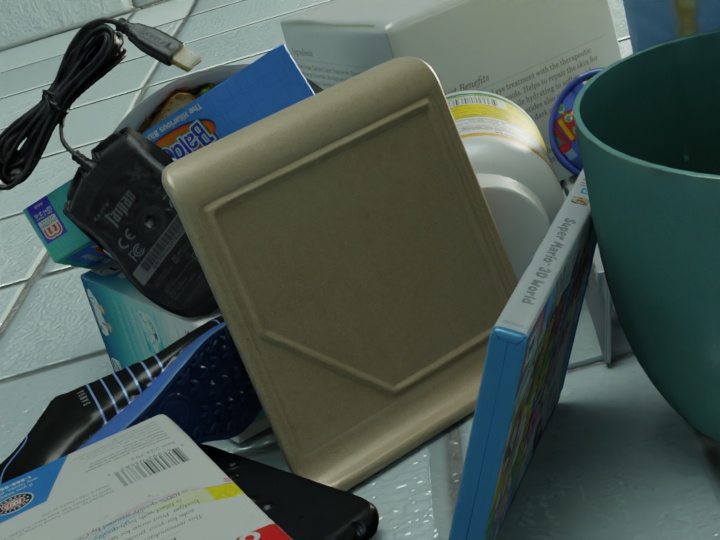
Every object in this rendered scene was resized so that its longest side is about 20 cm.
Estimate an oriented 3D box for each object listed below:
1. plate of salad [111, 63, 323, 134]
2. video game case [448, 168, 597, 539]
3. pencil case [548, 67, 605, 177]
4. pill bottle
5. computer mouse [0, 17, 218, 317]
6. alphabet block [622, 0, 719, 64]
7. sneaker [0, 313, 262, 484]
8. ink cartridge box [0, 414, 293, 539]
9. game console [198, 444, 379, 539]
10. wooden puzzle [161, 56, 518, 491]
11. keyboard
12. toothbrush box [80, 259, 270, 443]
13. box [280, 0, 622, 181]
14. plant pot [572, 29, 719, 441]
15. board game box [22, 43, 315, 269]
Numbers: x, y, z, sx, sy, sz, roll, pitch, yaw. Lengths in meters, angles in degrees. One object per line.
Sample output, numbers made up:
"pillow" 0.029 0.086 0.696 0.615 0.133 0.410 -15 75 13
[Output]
"plate of salad" -0.101 -0.070 1.237 0.200 0.200 0.048 -19 47 -6
"video game case" 0.083 0.048 0.787 0.018 0.144 0.200 15 28 13
"pencil case" 0.188 -0.108 1.147 0.087 0.078 0.200 -54 -8 16
"pill bottle" 0.080 -0.046 1.091 0.112 0.113 0.200 -16 18 6
"computer mouse" -0.125 -0.067 1.001 0.200 0.141 0.046 34 2 24
"alphabet block" 0.243 -0.184 0.906 0.196 0.196 0.200 -8 35 12
"sneaker" -0.125 0.078 0.898 0.078 0.070 0.200 8 32 35
"ink cartridge box" -0.096 0.146 0.721 0.116 0.067 0.200 -23 25 -19
"game console" -0.114 0.155 0.825 0.200 0.031 0.177 -32 23 -35
"wooden puzzle" 0.000 0.000 0.912 0.185 0.200 0.037 -29 7 -30
"keyboard" 0.142 -0.006 1.008 0.011 0.056 0.200 -7 19 4
"toothbrush box" -0.075 0.025 1.071 0.146 0.086 0.200 -27 20 -26
"box" 0.078 -0.152 1.300 0.199 0.172 0.200 -25 20 -22
"plant pot" 0.207 -0.010 0.772 0.200 0.161 0.201 -7 25 3
"board game box" -0.117 -0.071 1.100 0.200 0.045 0.152 -32 -4 3
